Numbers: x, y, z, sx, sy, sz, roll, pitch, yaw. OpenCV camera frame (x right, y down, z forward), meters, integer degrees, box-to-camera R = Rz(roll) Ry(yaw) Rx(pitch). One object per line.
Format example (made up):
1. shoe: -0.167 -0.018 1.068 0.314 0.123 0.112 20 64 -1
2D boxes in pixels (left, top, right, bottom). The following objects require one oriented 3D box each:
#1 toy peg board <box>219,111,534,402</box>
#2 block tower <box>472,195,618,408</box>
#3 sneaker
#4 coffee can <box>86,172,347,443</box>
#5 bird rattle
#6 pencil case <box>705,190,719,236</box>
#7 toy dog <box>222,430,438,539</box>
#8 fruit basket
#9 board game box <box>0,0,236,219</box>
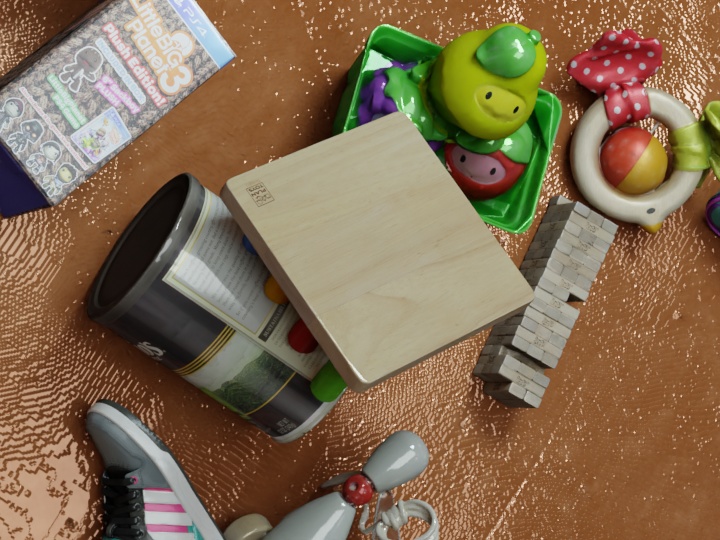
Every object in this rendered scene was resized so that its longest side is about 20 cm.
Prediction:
1. toy peg board: 0.000 0.000 1.614 0.200 0.098 0.199 -24 73 -38
2. block tower: 0.173 0.028 1.837 0.054 0.058 0.200 30 76 -21
3. sneaker: -0.200 0.218 1.654 0.121 0.084 0.200 -40 105 -30
4. coffee can: -0.108 0.033 1.662 0.200 0.146 0.147 35 75 -19
5. bird rattle: 0.269 -0.127 1.866 0.200 0.113 0.163 33 92 -16
6. pencil case: 0.431 -0.103 1.936 0.085 0.092 0.200 44 70 3
7. toy dog: -0.019 0.231 1.720 0.200 0.096 0.132 -21 56 5
8. fruit basket: 0.089 -0.134 1.728 0.215 0.216 0.156 20 80 -22
9. board game box: -0.227 -0.144 1.610 0.200 0.159 0.097 -42 104 -20
